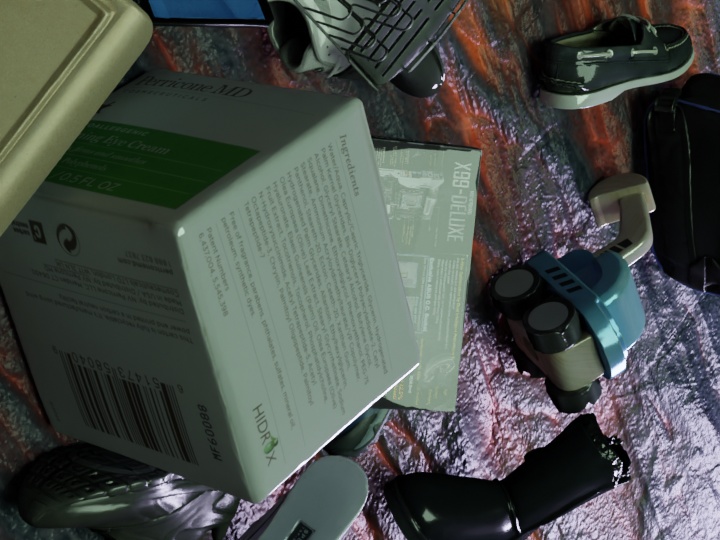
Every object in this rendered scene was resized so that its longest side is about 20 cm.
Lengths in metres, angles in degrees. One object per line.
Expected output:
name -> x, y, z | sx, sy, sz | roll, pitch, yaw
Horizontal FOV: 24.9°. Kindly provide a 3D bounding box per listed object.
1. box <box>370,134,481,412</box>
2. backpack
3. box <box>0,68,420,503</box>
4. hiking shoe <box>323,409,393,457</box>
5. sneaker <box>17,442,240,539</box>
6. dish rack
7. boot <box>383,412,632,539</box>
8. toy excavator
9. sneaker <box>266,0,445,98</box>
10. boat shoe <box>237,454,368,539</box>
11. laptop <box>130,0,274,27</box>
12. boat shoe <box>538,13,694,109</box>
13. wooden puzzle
box -> 0.000, 0.000, 1.199 | 0.157, 0.050, 0.201 | 3, 95, -18
backpack -> 0.378, -0.081, 1.585 | 0.147, 0.183, 0.201 | -28, 125, -41
box -> -0.100, 0.002, 1.030 | 0.171, 0.199, 0.200 | -37, 126, -38
hiking shoe -> -0.009, 0.044, 1.264 | 0.087, 0.074, 0.201 | 19, 81, -32
sneaker -> -0.149, 0.165, 1.120 | 0.200, 0.076, 0.091 | 0, 106, -48
dish rack -> 0.018, -0.213, 1.089 | 0.154, 0.055, 0.200 | -51, 139, -3
boot -> 0.130, 0.176, 1.379 | 0.168, 0.077, 0.200 | -37, 148, 16
toy excavator -> 0.214, 0.008, 1.467 | 0.200, 0.195, 0.100 | -29, 126, -8
sneaker -> -0.019, -0.169, 1.184 | 0.200, 0.074, 0.089 | 38, 71, -37
boat shoe -> -0.065, 0.226, 1.234 | 0.200, 0.074, 0.065 | -44, 173, -10
laptop -> -0.117, -0.246, 0.957 | 0.103, 0.200, 0.178 | -19, 79, -13
boat shoe -> 0.237, -0.199, 1.470 | 0.200, 0.075, 0.060 | -28, 126, -43
wooden puzzle -> -0.242, -0.124, 0.892 | 0.200, 0.037, 0.185 | 39, 86, -22
